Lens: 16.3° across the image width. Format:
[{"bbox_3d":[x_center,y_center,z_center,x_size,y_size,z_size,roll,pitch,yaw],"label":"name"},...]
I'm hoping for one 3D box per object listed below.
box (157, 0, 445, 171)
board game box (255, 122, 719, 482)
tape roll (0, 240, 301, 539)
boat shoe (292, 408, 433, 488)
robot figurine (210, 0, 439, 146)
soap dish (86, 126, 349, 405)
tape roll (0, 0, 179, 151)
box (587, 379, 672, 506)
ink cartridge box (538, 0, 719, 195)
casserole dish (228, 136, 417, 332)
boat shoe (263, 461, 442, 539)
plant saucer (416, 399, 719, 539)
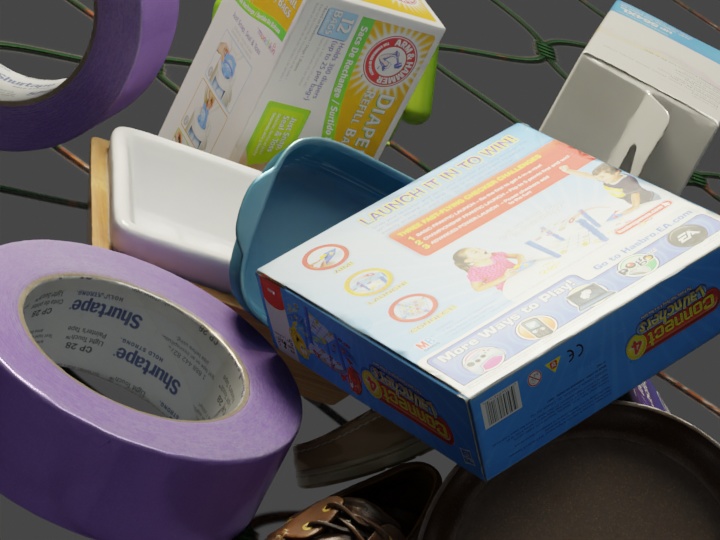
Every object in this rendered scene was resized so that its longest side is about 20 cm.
[{"bbox_3d":[-0.046,-0.117,1.690,0.112,0.200,0.101,11,29,-32],"label":"box"},{"bbox_3d":[0.079,0.011,1.390,0.200,0.056,0.196,-29,35,-24],"label":"board game box"},{"bbox_3d":[-0.136,0.066,1.387,0.200,0.066,0.200,22,26,-11],"label":"tape roll"},{"bbox_3d":[0.044,0.061,1.455,0.069,0.200,0.074,65,-6,-3],"label":"boat shoe"},{"bbox_3d":[-0.032,-0.149,1.870,0.175,0.116,0.200,9,30,-17],"label":"robot figurine"},{"bbox_3d":[-0.082,-0.001,1.571,0.200,0.081,0.157,20,26,-17],"label":"soap dish"},{"bbox_3d":[-0.222,-0.182,1.640,0.200,0.200,0.066,30,25,7],"label":"tape roll"},{"bbox_3d":[0.156,0.128,1.490,0.141,0.079,0.200,59,10,-28],"label":"box"},{"bbox_3d":[0.220,-0.118,2.049,0.125,0.129,0.200,29,24,4],"label":"ink cartridge box"},{"bbox_3d":[0.000,0.000,1.488,0.200,0.121,0.039,26,-14,-31],"label":"casserole dish"},{"bbox_3d":[-0.014,0.151,1.356,0.072,0.068,0.200,35,26,16],"label":"boat shoe"},{"bbox_3d":[0.126,0.169,1.346,0.200,0.200,0.032,28,-5,1],"label":"plant saucer"}]
